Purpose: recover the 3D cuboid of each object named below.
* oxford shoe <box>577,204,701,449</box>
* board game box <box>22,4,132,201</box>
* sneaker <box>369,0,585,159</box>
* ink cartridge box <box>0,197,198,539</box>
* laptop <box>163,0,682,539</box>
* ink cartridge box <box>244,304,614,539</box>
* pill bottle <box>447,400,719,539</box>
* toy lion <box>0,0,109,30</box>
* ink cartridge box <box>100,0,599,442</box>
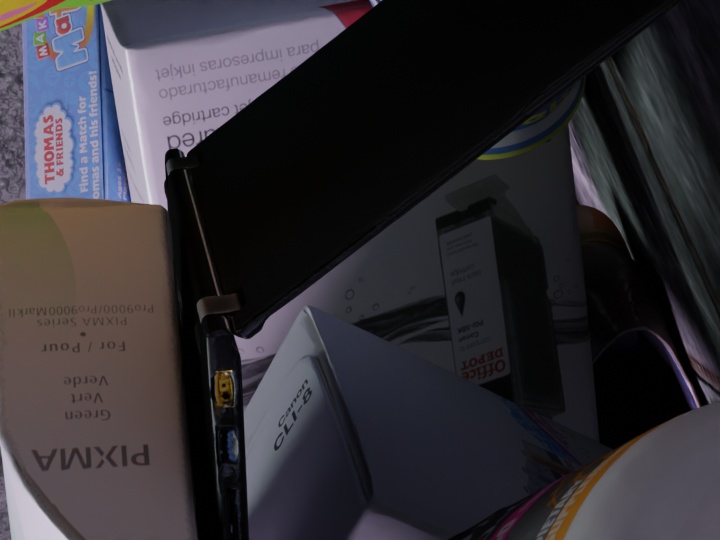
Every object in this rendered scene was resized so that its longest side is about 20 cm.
[{"bbox_3d":[0.101,0.068,0.954,0.073,0.071,0.201,58,174,45],"label":"oxford shoe"},{"bbox_3d":[-0.066,-0.074,0.941,0.200,0.036,0.153,26,-121,-65],"label":"board game box"},{"bbox_3d":[0.010,-0.131,0.726,0.201,0.074,0.082,58,177,6],"label":"sneaker"},{"bbox_3d":[-0.057,0.109,0.564,0.162,0.050,0.201,93,173,-46],"label":"ink cartridge box"},{"bbox_3d":[0.013,0.013,0.600,0.187,0.115,0.202,-115,22,-74],"label":"laptop"},{"bbox_3d":[0.041,0.132,0.734,0.199,0.146,0.145,25,-166,-16],"label":"ink cartridge box"},{"bbox_3d":[0.056,0.106,0.536,0.117,0.116,0.200,65,153,8],"label":"pill bottle"},{"bbox_3d":[-0.042,-0.096,0.574,0.200,0.190,0.069,-90,-26,-89],"label":"toy lion"},{"bbox_3d":[0.000,0.000,0.830,0.083,0.145,0.202,-123,23,-70],"label":"ink cartridge box"}]
